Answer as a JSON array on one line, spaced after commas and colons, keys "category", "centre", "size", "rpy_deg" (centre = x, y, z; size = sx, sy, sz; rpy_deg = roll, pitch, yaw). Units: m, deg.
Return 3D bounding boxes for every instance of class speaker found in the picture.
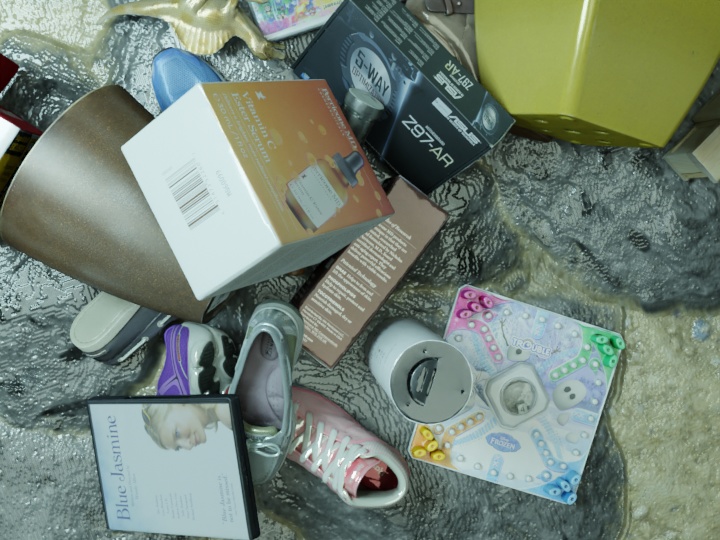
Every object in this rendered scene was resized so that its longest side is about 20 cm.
[{"category": "speaker", "centre": [0.054, 0.096, 1.047], "size": [0.081, 0.200, 0.082], "rpy_deg": [0, 93, -6]}]

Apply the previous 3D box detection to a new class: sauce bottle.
[{"category": "sauce bottle", "centre": [-0.039, -0.090, 1.064], "size": [0.066, 0.066, 0.201], "rpy_deg": [30, 112, -7]}]

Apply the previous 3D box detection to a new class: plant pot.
[{"category": "plant pot", "centre": [0.227, -0.222, 1.025], "size": [0.199, 0.200, 0.177], "rpy_deg": [13, 91, -30]}, {"category": "plant pot", "centre": [-0.203, -0.043, 1.000], "size": [0.200, 0.187, 0.187], "rpy_deg": [35, 88, 4]}]

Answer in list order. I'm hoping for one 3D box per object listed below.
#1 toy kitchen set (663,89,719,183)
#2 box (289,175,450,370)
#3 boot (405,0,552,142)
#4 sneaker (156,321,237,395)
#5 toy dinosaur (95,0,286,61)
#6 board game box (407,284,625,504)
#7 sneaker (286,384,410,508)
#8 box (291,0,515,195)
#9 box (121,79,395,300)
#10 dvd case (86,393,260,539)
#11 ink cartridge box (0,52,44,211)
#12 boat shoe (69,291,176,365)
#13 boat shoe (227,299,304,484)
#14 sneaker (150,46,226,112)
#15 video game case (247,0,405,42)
[{"category": "toy kitchen set", "centre": [0.474, -0.135, 1.105], "size": [0.200, 0.163, 0.180], "rpy_deg": [-45, 97, -2]}, {"category": "box", "centre": [0.000, 0.000, 1.088], "size": [0.075, 0.100, 0.200], "rpy_deg": [39, 87, -7]}, {"category": "boot", "centre": [0.135, -0.235, 1.106], "size": [0.199, 0.070, 0.147], "rpy_deg": [18, 84, -21]}, {"category": "sneaker", "centre": [-0.174, 0.149, 1.099], "size": [0.083, 0.080, 0.201], "rpy_deg": [12, 105, 35]}, {"category": "toy dinosaur", "centre": [-0.167, -0.271, 1.060], "size": [0.199, 0.058, 0.102], "rpy_deg": [14, 87, -2]}, {"category": "board game box", "centre": [0.175, 0.139, 1.152], "size": [0.199, 0.026, 0.201], "rpy_deg": [18, 91, -7]}, {"category": "sneaker", "centre": [-0.033, 0.184, 1.092], "size": [0.200, 0.105, 0.076], "rpy_deg": [30, 91, -6]}, {"category": "box", "centre": [0.038, -0.178, 1.053], "size": [0.200, 0.160, 0.044], "rpy_deg": [45, 63, -8]}, {"category": "box", "centre": [-0.085, -0.079, 0.937], "size": [0.106, 0.200, 0.153], "rpy_deg": [-31, 84, 31]}, {"category": "dvd case", "centre": [-0.193, 0.197, 1.056], "size": [0.199, 0.018, 0.144], "rpy_deg": [-5, 96, 33]}, {"category": "ink cartridge box", "centre": [-0.359, -0.114, 0.988], "size": [0.084, 0.200, 0.176], "rpy_deg": [33, 90, -8]}, {"category": "boat shoe", "centre": [-0.210, 0.022, 1.096], "size": [0.200, 0.073, 0.063], "rpy_deg": [-41, 140, -9]}, {"category": "boat shoe", "centre": [-0.099, 0.129, 1.032], "size": [0.074, 0.065, 0.203], "rpy_deg": [16, 114, 6]}, {"category": "sneaker", "centre": [-0.147, -0.143, 1.069], "size": [0.078, 0.089, 0.201], "rpy_deg": [-34, 94, -4]}, {"category": "video game case", "centre": [-0.039, -0.356, 1.105], "size": [0.199, 0.024, 0.183], "rpy_deg": [-19, 95, -6]}]
